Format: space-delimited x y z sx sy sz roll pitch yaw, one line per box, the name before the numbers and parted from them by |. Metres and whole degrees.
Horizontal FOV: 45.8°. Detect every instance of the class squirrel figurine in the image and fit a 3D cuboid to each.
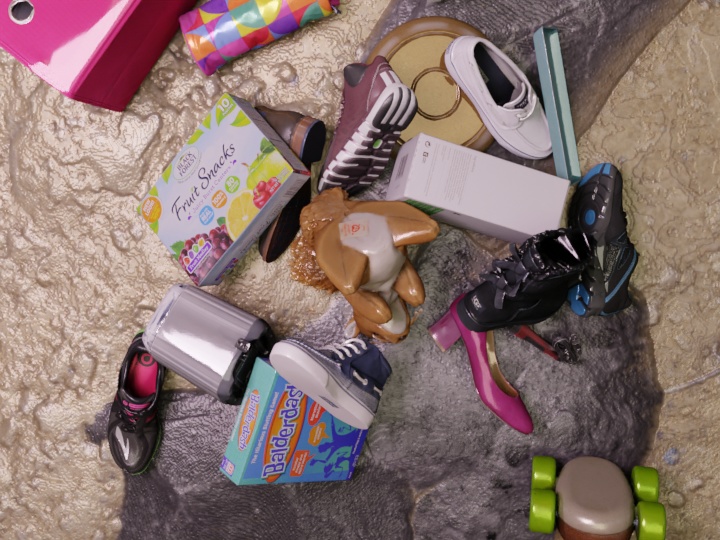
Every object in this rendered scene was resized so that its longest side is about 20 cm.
squirrel figurine | 0.000 0.000 1.082 0.141 0.187 0.200 -40 54 -19

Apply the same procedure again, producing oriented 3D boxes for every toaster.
toaster | -0.187 0.092 1.064 0.129 0.200 0.114 27 79 6

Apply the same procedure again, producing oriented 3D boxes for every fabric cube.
fabric cube | -0.331 -0.331 1.008 0.196 0.200 0.200 38 96 -3

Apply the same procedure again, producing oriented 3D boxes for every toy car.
toy car | 0.306 0.366 1.132 0.163 0.158 0.201 3 110 12

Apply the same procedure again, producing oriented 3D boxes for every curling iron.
curling iron | 0.214 0.067 1.122 0.199 0.026 0.050 31 121 -16

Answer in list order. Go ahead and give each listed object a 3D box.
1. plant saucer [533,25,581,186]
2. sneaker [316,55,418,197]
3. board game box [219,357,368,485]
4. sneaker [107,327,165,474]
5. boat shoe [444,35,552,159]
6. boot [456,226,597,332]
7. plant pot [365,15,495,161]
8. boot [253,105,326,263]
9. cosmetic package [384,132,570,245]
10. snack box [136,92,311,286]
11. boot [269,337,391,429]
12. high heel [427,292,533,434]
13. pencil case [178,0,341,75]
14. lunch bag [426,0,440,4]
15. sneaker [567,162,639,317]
plant saucer | 0.252 -0.209 1.090 0.019 0.070 0.201 -8 98 30
sneaker | -0.005 -0.188 1.086 0.200 0.075 0.116 -49 51 39
board game box | -0.069 0.195 1.094 0.199 0.045 0.153 11 101 -45
sneaker | -0.302 0.177 1.136 0.076 0.084 0.201 8 98 0
boat shoe | 0.185 -0.210 1.062 0.200 0.065 0.074 38 84 -24
boot | 0.222 0.005 1.032 0.197 0.163 0.074 -13 67 -37
plant pot | 0.097 -0.229 1.105 0.199 0.027 0.201 0 98 1
boot | -0.117 -0.116 1.115 0.097 0.075 0.201 26 107 21
cosmetic package | 0.143 -0.098 1.061 0.199 0.108 0.085 17 85 -10
snack box | -0.175 -0.099 1.070 0.200 0.053 0.142 -48 71 19
boot | -0.032 0.110 1.024 0.072 0.200 0.091 10 64 34
high heel | 0.185 0.121 1.128 0.096 0.067 0.200 -41 92 16
pencil case | -0.126 -0.320 1.067 0.199 0.088 0.089 -23 97 5
lunch bag | 0.088 -0.430 1.007 0.117 0.164 0.201 -7 98 3
sneaker | 0.321 -0.040 1.117 0.081 0.073 0.201 1 100 -22
